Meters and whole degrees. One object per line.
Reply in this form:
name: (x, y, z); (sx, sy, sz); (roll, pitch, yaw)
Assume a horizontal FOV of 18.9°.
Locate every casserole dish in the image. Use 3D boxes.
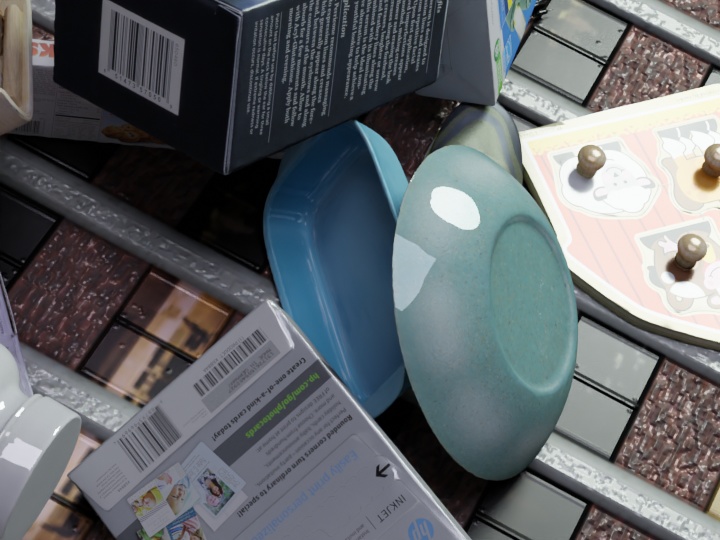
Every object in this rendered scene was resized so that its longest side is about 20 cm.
casserole dish: (0.000, 0.000, 1.316); (0.039, 0.121, 0.201); (8, 50, -36)

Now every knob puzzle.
knob puzzle: (0.216, -0.034, 1.438); (0.218, 0.031, 0.221); (7, 55, -10)

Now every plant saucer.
plant saucer: (0.086, 0.022, 1.280); (0.039, 0.201, 0.202); (-11, 47, 31)

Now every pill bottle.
pill bottle: (-0.255, 0.067, 1.147); (0.199, 0.112, 0.112); (28, 54, 5)

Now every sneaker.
sneaker: (0.068, -0.037, 1.372); (0.074, 0.081, 0.201); (16, 54, -3)

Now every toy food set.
toy food set: (-0.272, -0.119, 1.289); (0.143, 0.061, 0.200); (-24, 34, 8)

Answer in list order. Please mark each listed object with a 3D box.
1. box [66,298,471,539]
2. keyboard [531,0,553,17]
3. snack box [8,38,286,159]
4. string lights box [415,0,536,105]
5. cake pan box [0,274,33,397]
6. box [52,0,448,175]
box: (-0.045, 0.141, 1.203); (0.156, 0.041, 0.200); (-42, 68, 3)
keyboard: (0.087, -0.210, 1.522); (0.104, 0.040, 0.200); (41, 58, 16)
snack box: (-0.129, -0.108, 1.380); (0.199, 0.072, 0.024); (5, 54, -10)
string lights box: (0.087, -0.217, 1.443); (0.059, 0.103, 0.201); (10, 51, 17)
cake pan box: (-0.292, 0.046, 1.250); (0.183, 0.052, 0.201); (-12, 59, -18)
box: (-0.062, -0.159, 1.303); (0.148, 0.108, 0.200); (28, 37, 30)
